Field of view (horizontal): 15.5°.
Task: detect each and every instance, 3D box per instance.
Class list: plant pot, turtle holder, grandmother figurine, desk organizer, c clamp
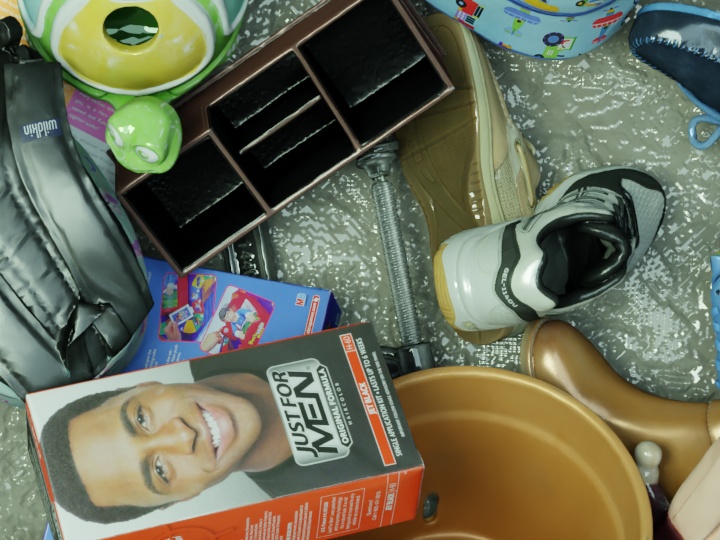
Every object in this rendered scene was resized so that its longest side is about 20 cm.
[{"bbox_3d":[0.061,0.177,1.528,0.199,0.140,0.201,2,53,-3],"label":"plant pot"},{"bbox_3d":[-0.135,-0.158,1.488,0.140,0.132,0.186,25,80,-1],"label":"turtle holder"},{"bbox_3d":[0.193,0.151,1.517,0.060,0.200,0.121,-8,53,-40],"label":"grandmother figurine"},{"bbox_3d":[-0.046,-0.087,1.537,0.200,0.077,0.072,-34,110,7],"label":"desk organizer"},{"bbox_3d":[0.000,0.000,1.593,0.170,0.027,0.201,-17,88,16],"label":"c clamp"}]

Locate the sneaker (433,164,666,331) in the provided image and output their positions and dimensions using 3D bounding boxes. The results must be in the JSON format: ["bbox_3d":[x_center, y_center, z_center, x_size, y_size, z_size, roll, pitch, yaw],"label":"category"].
[{"bbox_3d":[0.134,-0.011,1.553,0.200,0.087,0.076,-28,106,-45],"label":"sneaker"}]

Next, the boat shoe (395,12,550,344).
[{"bbox_3d":[0.072,-0.058,1.605,0.064,0.071,0.201,-13,95,-45],"label":"boat shoe"}]

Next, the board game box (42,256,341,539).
[{"bbox_3d":[-0.100,0.100,1.549,0.134,0.045,0.201,11,75,11],"label":"board game box"}]

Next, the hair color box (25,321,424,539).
[{"bbox_3d":[-0.075,0.102,1.447,0.199,0.061,0.102,-13,57,-13],"label":"hair color box"}]

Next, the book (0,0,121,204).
[{"bbox_3d":[-0.174,-0.126,1.586,0.133,0.048,0.201,28,86,-8],"label":"book"}]

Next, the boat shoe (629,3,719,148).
[{"bbox_3d":[0.252,-0.098,1.602,0.199,0.084,0.069,23,79,-3],"label":"boat shoe"}]

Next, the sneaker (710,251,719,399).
[{"bbox_3d":[0.239,0.033,1.603,0.078,0.066,0.201,19,107,5],"label":"sneaker"}]

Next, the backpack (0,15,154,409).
[{"bbox_3d":[-0.200,-0.019,1.491,0.167,0.127,0.200,-37,88,-3],"label":"backpack"}]

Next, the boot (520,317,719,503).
[{"bbox_3d":[0.197,0.093,1.563,0.200,0.154,0.074,55,44,-11],"label":"boot"}]

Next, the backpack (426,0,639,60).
[{"bbox_3d":[0.116,-0.237,1.558,0.182,0.135,0.201,31,72,-5],"label":"backpack"}]
